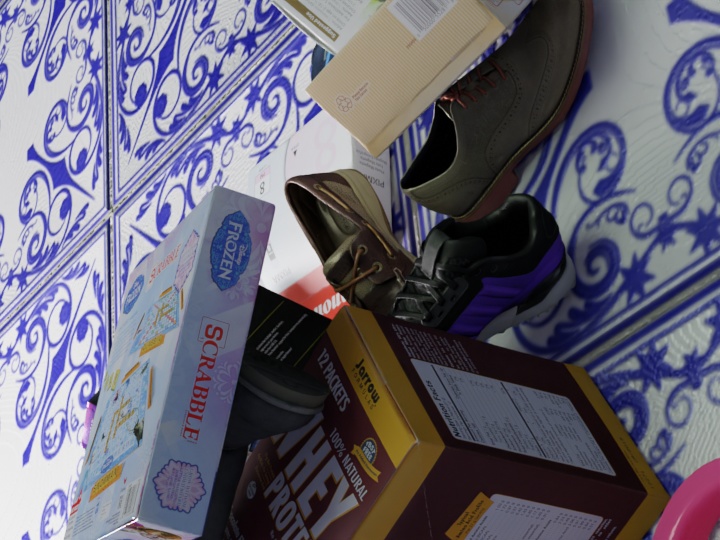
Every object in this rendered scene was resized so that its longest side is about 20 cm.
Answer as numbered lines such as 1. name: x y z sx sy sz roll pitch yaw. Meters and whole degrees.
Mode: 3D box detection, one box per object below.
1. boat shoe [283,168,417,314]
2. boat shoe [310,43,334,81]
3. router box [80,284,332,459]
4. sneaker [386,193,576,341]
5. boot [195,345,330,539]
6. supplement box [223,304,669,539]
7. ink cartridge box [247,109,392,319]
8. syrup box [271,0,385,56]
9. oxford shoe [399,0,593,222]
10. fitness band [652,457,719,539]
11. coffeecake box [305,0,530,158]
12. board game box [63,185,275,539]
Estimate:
1. boat shoe: 0.000 0.000 1.359 0.072 0.072 0.200 -51 54 34
2. boat shoe: -0.008 -0.238 1.497 0.069 0.084 0.200 36 104 60
3. router box: -0.092 0.091 1.327 0.200 0.149 0.051 -48 -21 -50
4. sneaker: 0.052 0.016 1.178 0.200 0.100 0.070 -38 50 -16
5. boot: -0.096 0.145 1.091 0.200 0.072 0.182 -67 16 -3
6. supplement box: 0.043 0.156 1.127 0.197 0.200 0.133 -58 35 23
7. ink cartridge box: -0.036 -0.027 1.477 0.162 0.057 0.200 -34 45 46
8. syrup box: 0.025 -0.266 1.400 0.200 0.081 0.079 -52 -4 14
9. oxford shoe: 0.099 -0.123 1.283 0.200 0.075 0.070 -62 34 18
10. fitness band: 0.209 0.203 1.004 0.144 0.037 0.200 13 86 58
11. coffeecake box: 0.068 -0.190 1.266 0.154 0.073 0.200 -43 5 39
12. board game box: -0.119 0.073 1.070 0.200 0.041 0.200 146 139 -64
